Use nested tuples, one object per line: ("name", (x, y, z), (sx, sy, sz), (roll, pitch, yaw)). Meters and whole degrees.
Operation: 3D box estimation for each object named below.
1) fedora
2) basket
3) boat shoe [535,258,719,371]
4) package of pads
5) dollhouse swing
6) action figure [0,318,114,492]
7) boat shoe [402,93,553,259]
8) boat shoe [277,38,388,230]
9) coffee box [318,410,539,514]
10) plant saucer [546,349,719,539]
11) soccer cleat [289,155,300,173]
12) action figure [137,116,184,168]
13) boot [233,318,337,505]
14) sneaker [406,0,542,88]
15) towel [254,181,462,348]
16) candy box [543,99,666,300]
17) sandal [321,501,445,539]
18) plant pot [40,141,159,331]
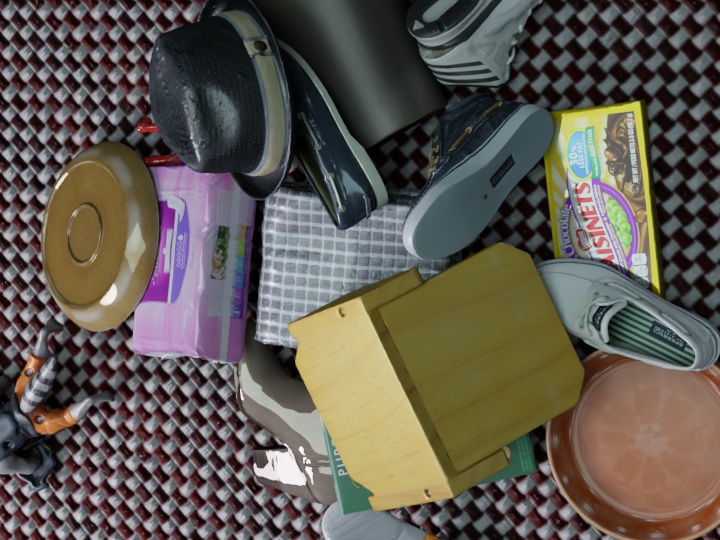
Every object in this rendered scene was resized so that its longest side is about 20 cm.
("fedora", (-0.138, -0.157, 1.467), (0.200, 0.091, 0.201), (32, 128, 54))
("basket", (-0.012, -0.219, 1.535), (0.180, 0.136, 0.200), (-29, 92, 54))
("boat shoe", (0.236, 0.039, 1.476), (0.200, 0.067, 0.074), (18, 103, 25))
("package of pads", (-0.169, -0.007, 1.615), (0.120, 0.076, 0.201), (0, 85, 45))
("dollhouse swing", (0.074, 0.091, 1.506), (0.182, 0.176, 0.200), (-22, 96, 53))
("action figure", (-0.390, 0.139, 1.734), (0.193, 0.105, 0.200), (-43, 83, 9))
("boat shoe", (0.090, -0.090, 1.498), (0.091, 0.200, 0.071), (22, 146, 43))
("boat shoe", (-0.053, -0.129, 1.495), (0.062, 0.075, 0.200), (-33, 89, -18))
("coffee box", (0.064, 0.159, 1.562), (0.199, 0.044, 0.123), (-14, 92, -1))
("plant saucer", (0.279, 0.163, 1.526), (0.200, 0.032, 0.201), (2, 96, 21))
("soccer cleat", (-0.109, -0.181, 1.565), (0.068, 0.085, 0.200), (-23, 61, 3))
("action figure", (-0.125, -0.138, 1.632), (0.199, 0.052, 0.066), (-2, 101, 15))
("boot", (-0.046, 0.142, 1.623), (0.146, 0.070, 0.201), (-5, 103, 22))
("sneaker", (0.137, -0.251, 1.517), (0.200, 0.115, 0.076), (-37, 51, -9))
("towel", (0.000, 0.000, 1.563), (0.199, 0.086, 0.166), (5, 97, 8))
("candy box", (0.231, -0.057, 1.522), (0.102, 0.026, 0.201), (-5, 94, 24))
("sandal", (0.054, 0.296, 1.608), (0.206, 0.059, 0.079), (34, 77, 4))
("plant pot", (-0.280, -0.037, 1.663), (0.200, 0.027, 0.201), (-7, 80, 46))
